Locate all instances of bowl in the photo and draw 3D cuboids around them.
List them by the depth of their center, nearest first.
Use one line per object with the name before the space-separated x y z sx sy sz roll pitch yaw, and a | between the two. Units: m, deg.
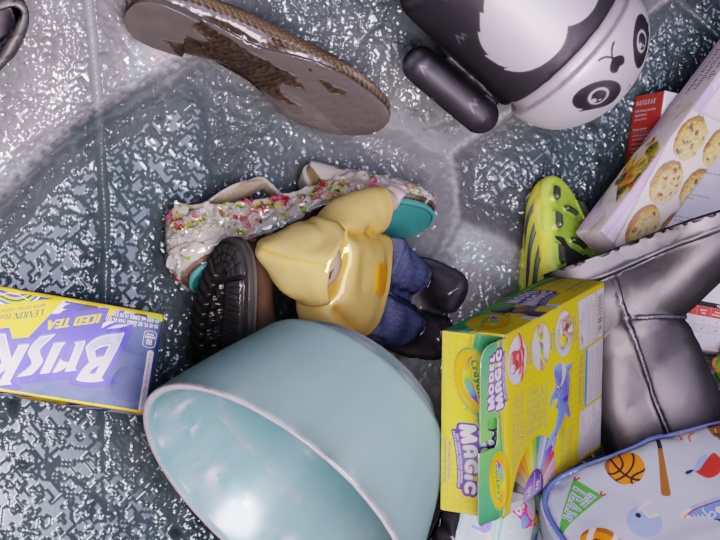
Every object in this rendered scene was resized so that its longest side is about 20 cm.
bowl | -0.025 0.108 1.427 0.201 0.200 0.105 49 60 -13

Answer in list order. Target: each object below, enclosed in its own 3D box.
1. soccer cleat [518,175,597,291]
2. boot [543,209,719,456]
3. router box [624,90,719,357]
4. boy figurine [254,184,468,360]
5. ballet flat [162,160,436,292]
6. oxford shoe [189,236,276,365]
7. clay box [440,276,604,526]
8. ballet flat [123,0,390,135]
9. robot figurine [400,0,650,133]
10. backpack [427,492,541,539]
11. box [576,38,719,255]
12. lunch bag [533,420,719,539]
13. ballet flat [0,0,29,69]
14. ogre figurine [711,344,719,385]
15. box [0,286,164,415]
soccer cleat | 0.129 0.032 1.622 0.064 0.083 0.202 15 65 -48
boot | 0.231 0.070 1.549 0.164 0.066 0.201 -20 89 5
router box | 0.286 -0.023 1.689 0.198 0.049 0.181 11 85 -20
boy figurine | 0.000 0.000 1.512 0.200 0.064 0.125 29 78 -60
ballet flat | -0.044 -0.041 1.561 0.199 0.076 0.064 -14 60 -25
oxford shoe | -0.064 0.063 1.531 0.084 0.073 0.201 -18 124 -26
clay box | 0.098 0.079 1.445 0.200 0.047 0.116 -21 114 -61
ballet flat | -0.067 -0.149 1.561 0.199 0.067 0.047 23 49 -15
robot figurine | 0.108 -0.187 1.584 0.200 0.150 0.125 42 36 -15
backpack | 0.041 0.211 1.510 0.126 0.166 0.201 32 73 -36
box | 0.227 -0.089 1.619 0.041 0.039 0.200 44 73 -17
lunch bag | 0.211 0.181 1.442 0.199 0.076 0.161 -18 52 -19
ballet flat | -0.293 -0.113 1.472 0.200 0.057 0.067 -46 103 -15
ogre figurine | 0.296 0.111 1.638 0.199 0.099 0.120 -20 133 8
box | -0.232 0.045 1.489 0.198 0.064 0.071 10 86 -20
